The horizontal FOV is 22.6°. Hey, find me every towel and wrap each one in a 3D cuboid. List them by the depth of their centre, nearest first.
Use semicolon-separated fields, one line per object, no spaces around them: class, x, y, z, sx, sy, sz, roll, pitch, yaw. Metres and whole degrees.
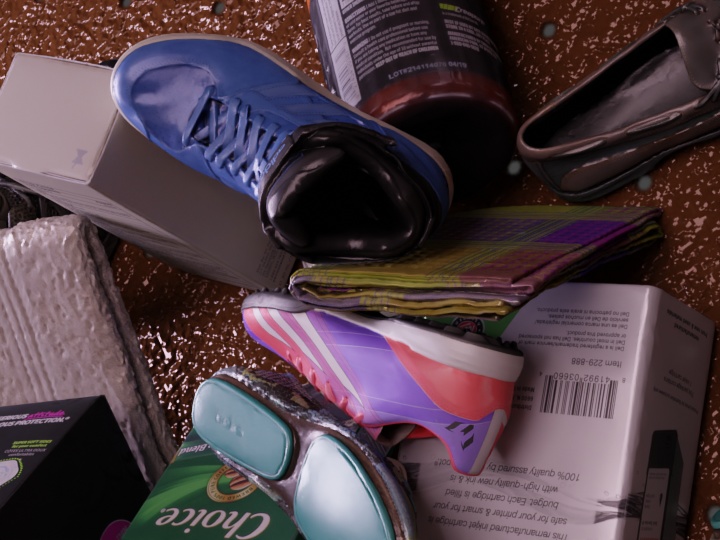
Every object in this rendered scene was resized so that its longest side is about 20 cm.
towel;0.067;-0.007;0.983;0.143;0.200;0.023;1;103;31
towel;-0.193;0.061;1.158;0.132;0.034;0.201;-6;109;32

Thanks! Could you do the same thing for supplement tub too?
supplement tub;0.026;-0.142;1.088;0.107;0.107;0.201;-30;50;22

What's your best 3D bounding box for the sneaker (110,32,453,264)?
sneaker;-0.047;-0.065;0.952;0.199;0.111;0.077;27;105;1

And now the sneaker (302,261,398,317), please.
sneaker;0.000;0.000;1.073;0.072;0.073;0.201;-17;57;1

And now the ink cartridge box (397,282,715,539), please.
ink cartridge box;0.099;0.111;0.980;0.145;0.084;0.201;3;76;36

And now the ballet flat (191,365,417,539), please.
ballet flat;-0.014;0.107;0.973;0.200;0.074;0.074;39;97;45

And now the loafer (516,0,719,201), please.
loafer;0.177;-0.108;1.012;0.200;0.063;0.072;-36;59;19

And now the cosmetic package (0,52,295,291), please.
cosmetic package;-0.127;-0.057;1.108;0.105;0.200;0.071;15;79;35

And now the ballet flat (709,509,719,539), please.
ballet flat;0.267;0.099;0.901;0.200;0.067;0.062;-39;86;21

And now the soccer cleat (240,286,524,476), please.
soccer cleat;0.001;0.055;0.981;0.200;0.068;0.074;12;89;44

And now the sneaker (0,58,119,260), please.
sneaker;-0.209;-0.060;1.220;0.076;0.114;0.200;21;85;34

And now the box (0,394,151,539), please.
box;-0.218;0.191;1.068;0.124;0.149;0.200;-8;27;31

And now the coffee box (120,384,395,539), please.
coffee box;-0.068;0.145;1.040;0.123;0.044;0.200;-1;39;32
